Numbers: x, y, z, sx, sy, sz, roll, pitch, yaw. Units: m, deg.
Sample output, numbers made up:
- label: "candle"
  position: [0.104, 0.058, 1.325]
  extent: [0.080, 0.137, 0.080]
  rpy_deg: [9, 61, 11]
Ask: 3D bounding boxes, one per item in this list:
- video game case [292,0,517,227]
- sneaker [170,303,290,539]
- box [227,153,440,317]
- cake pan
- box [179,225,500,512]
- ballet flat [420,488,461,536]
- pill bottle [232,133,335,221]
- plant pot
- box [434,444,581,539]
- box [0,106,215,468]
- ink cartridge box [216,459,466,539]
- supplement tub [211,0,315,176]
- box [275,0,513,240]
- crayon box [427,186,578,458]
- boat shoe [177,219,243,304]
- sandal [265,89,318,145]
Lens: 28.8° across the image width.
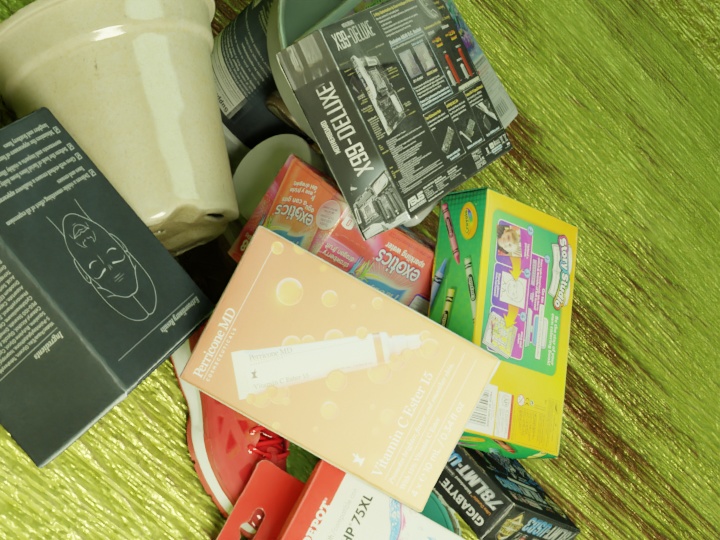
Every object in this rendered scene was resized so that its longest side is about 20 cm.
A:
- label: "video game case"
  position: [0.045, -0.165, 1.219]
  extent: [0.183, 0.024, 0.200]
  rpy_deg: [57, 46, -14]
- label: "sneaker"
  position: [-0.077, 0.103, 1.098]
  extent: [0.078, 0.115, 0.202]
  rpy_deg: [13, 46, -57]
- label: "box"
  position: [0.000, 0.000, 1.180]
  extent: [0.199, 0.103, 0.095]
  rpy_deg: [28, 9, -46]
- label: "cake pan"
  position: [-0.006, -0.184, 1.218]
  extent: [0.199, 0.036, 0.203]
  rpy_deg: [17, 65, -41]
- label: "box"
  position: [-0.016, 0.070, 1.030]
  extent: [0.198, 0.126, 0.097]
  rpy_deg: [28, -3, -1]
- label: "ballet flat"
  position: [0.034, 0.202, 1.156]
  extent: [0.071, 0.072, 0.200]
  rpy_deg: [28, 15, -37]
- label: "pill bottle"
  position: [-0.031, -0.033, 1.283]
  extent: [0.200, 0.111, 0.113]
  rpy_deg: [47, 24, -46]
- label: "plant pot"
  position: [-0.187, -0.108, 1.128]
  extent: [0.199, 0.199, 0.186]
  rpy_deg: [-2, 70, -56]
- label: "box"
  position: [0.092, 0.166, 1.252]
  extent: [0.199, 0.050, 0.200]
  rpy_deg: [48, 8, 28]
- label: "box"
  position: [-0.226, 0.008, 0.998]
  extent: [0.201, 0.107, 0.148]
  rpy_deg: [50, 28, -3]
- label: "ink cartridge box"
  position: [-0.007, 0.222, 1.014]
  extent: [0.198, 0.067, 0.117]
  rpy_deg: [29, 63, 1]
- label: "supplement tub"
  position: [-0.077, -0.185, 1.338]
  extent: [0.140, 0.199, 0.141]
  rpy_deg: [36, 32, -27]
- label: "box"
  position: [0.033, -0.133, 1.124]
  extent: [0.200, 0.049, 0.159]
  rpy_deg: [-36, 101, -53]
- label: "crayon box"
  position: [0.115, 0.045, 1.157]
  extent: [0.118, 0.058, 0.203]
  rpy_deg: [19, 72, -40]
- label: "boat shoe"
  position: [-0.100, 0.016, 1.213]
  extent: [0.064, 0.071, 0.202]
  rpy_deg: [6, 52, -52]
- label: "sandal"
  position: [-0.012, -0.128, 1.275]
  extent: [0.081, 0.055, 0.199]
  rpy_deg: [30, 1, 41]
